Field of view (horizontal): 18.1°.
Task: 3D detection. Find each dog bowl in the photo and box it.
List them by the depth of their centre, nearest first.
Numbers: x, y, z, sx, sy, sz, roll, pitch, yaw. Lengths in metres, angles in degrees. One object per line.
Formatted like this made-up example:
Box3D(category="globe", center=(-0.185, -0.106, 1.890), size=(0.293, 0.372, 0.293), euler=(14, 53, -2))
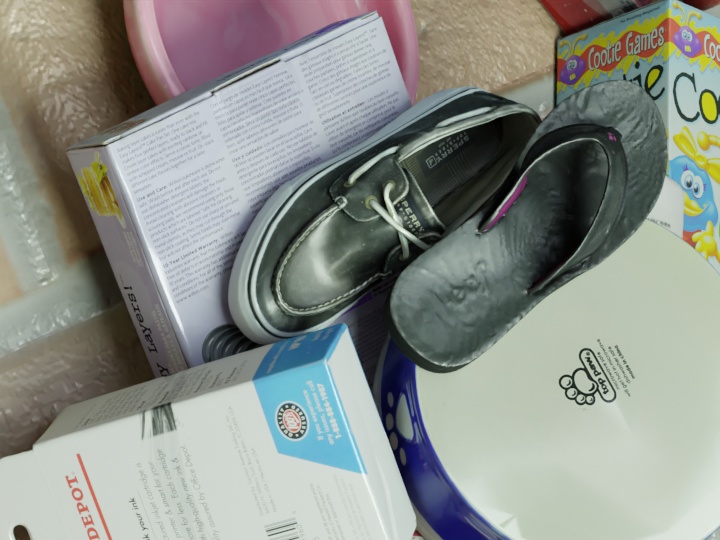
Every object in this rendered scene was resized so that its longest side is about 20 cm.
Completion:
Box3D(category="dog bowl", center=(0.111, 0.068, 1.189), size=(0.199, 0.079, 0.201), euler=(5, 70, -14))

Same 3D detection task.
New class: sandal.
Box3D(category="sandal", center=(0.095, -0.025, 1.148), size=(0.075, 0.048, 0.200), euler=(43, 66, 2))

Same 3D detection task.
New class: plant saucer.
Box3D(category="plant saucer", center=(-0.057, -0.137, 1.287), size=(0.200, 0.051, 0.202), euler=(14, 67, -36))

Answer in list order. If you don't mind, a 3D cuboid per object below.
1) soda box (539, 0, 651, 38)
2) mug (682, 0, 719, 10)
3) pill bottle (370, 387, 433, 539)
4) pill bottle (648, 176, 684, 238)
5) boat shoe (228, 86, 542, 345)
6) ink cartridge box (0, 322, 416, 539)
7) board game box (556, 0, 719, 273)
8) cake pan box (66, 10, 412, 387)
Box3D(category="soda box", center=(0.114, -0.247, 1.453), size=(0.200, 0.070, 0.064), euler=(50, 52, -20))
Box3D(category="mug", center=(0.227, -0.292, 1.505), size=(0.133, 0.178, 0.200), euler=(-35, 100, -2))
Box3D(category="pill bottle", center=(0.026, 0.164, 1.239), size=(0.113, 0.113, 0.201), euler=(16, 69, -37))
Box3D(category="pill bottle", center=(0.126, 0.044, 1.313), size=(0.114, 0.114, 0.201), euler=(13, 77, -38))
Box3D(category="boat shoe", center=(0.014, -0.035, 1.174), size=(0.200, 0.071, 0.072), euler=(-44, 113, -25))
Box3D(category="ink cartridge box", center=(-0.086, 0.113, 1.134), size=(0.068, 0.199, 0.117), euler=(-60, 132, -72))
Box3D(category="board game box", center=(0.196, -0.056, 1.450), size=(0.104, 0.103, 0.201), euler=(15, 69, -37))
Box3D(category="cake pan box", center=(-0.037, -0.021, 1.211), size=(0.199, 0.052, 0.185), euler=(-30, 107, -30))
